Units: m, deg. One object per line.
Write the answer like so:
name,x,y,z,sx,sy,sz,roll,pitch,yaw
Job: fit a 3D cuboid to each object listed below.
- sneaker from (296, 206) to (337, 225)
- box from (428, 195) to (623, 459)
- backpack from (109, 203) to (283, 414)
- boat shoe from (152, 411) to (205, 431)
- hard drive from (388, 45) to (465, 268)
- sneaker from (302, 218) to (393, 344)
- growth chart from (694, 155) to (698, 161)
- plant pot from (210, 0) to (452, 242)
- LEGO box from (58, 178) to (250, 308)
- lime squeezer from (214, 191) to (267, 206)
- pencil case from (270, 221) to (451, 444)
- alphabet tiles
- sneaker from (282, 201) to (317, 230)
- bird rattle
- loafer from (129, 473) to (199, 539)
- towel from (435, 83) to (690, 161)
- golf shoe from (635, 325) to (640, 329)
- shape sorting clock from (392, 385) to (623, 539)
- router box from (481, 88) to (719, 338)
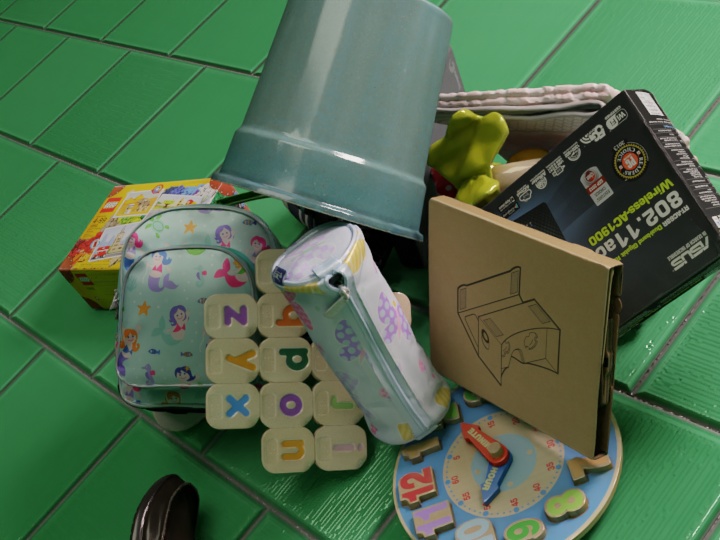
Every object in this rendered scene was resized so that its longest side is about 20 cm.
sneaker,-0.016,-0.147,1.167,0.079,0.075,0.201,31,97,13
box,0.126,0.042,0.891,0.021,0.166,0.199,-17,27,-34
backpack,-0.154,0.036,1.074,0.175,0.151,0.203,1,79,5
boat shoe,-0.156,0.079,1.186,0.202,0.074,0.093,-61,-3,-4
hard drive,0.070,-0.124,1.168,0.033,0.140,0.201,3,50,27
sneaker,0.000,0.000,1.136,0.082,0.073,0.201,-2,56,56
growth chart,0.224,-0.065,1.031,0.198,0.018,0.145,-22,-2,16
plant pot,-0.014,-0.148,0.979,0.199,0.199,0.199,18,93,46
LEGO box,-0.252,-0.032,1.358,0.198,0.077,0.150,-1,48,35
lime squeezer,-0.050,-0.105,1.119,0.198,0.071,0.038,-23,62,8
pencil case,0.005,0.054,0.927,0.083,0.201,0.090,-41,32,-18
alphabet tiles,-0.046,0.081,1.003,0.193,0.203,0.015,-1,-6,-13
sneaker,0.005,-0.116,1.265,0.199,0.070,0.109,-40,34,2
bird rattle,0.143,-0.075,1.061,0.161,0.200,0.114,-5,77,11
loafer,-0.166,0.276,0.979,0.070,0.073,0.202,-8,49,15
towel,0.194,-0.137,1.071,0.198,0.190,0.033,4,83,39
golf shoe,0.180,-0.008,1.007,0.198,0.088,0.078,5,50,41
shape sorting clock,0.118,0.159,0.911,0.198,0.039,0.201,-20,40,18
router box,0.192,-0.026,0.895,0.200,0.062,0.151,-41,70,33
